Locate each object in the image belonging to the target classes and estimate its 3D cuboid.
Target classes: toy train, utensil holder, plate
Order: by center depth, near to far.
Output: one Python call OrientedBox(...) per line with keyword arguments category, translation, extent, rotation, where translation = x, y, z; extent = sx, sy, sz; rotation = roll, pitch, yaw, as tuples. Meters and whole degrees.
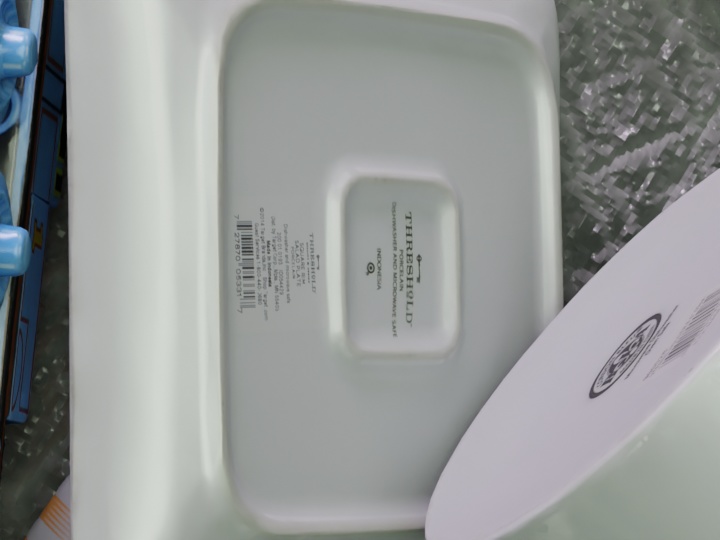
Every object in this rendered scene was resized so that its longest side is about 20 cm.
OrientedBox(category="utensil holder", translation=(0.140, 0.084, 0.777), extent=(0.200, 0.170, 0.170), rotation=(43, 79, -8))
OrientedBox(category="toy train", translation=(-0.126, -0.005, 0.803), extent=(0.086, 0.114, 0.201), rotation=(4, 85, 7))
OrientedBox(category="plate", translation=(0.000, 0.000, 0.813), extent=(0.200, 0.032, 0.200), rotation=(2, 87, -48))

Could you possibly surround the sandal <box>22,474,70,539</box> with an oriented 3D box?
OrientedBox(category="sandal", translation=(-0.085, 0.120, 0.820), extent=(0.059, 0.079, 0.207), rotation=(21, 84, -11))
